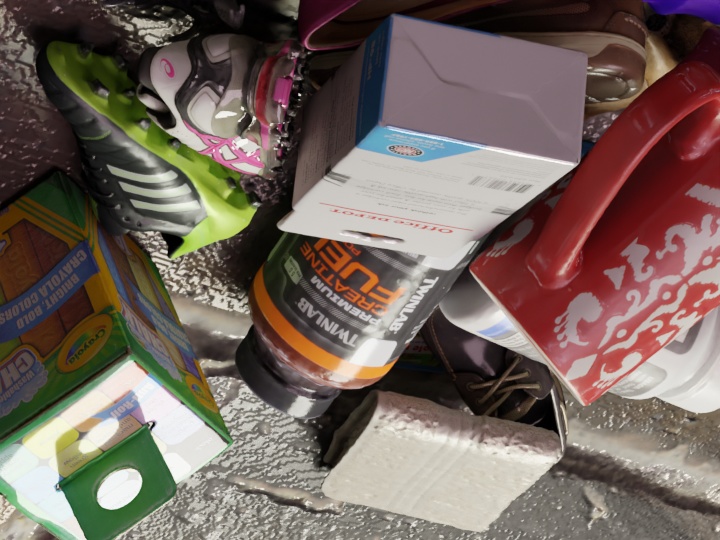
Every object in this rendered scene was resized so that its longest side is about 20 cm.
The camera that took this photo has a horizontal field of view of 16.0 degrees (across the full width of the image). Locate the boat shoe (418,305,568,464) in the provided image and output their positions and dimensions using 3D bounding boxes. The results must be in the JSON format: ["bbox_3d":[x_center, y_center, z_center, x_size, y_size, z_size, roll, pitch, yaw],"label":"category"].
[{"bbox_3d":[0.098,0.066,1.712,0.074,0.073,0.200,-33,140,7],"label":"boat shoe"}]

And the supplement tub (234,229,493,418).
[{"bbox_3d":[0.000,0.000,1.594,0.107,0.107,0.200,12,126,-36],"label":"supplement tub"}]

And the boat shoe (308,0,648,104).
[{"bbox_3d":[0.069,-0.133,1.452,0.201,0.075,0.075,0,161,22],"label":"boat shoe"}]

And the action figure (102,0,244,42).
[{"bbox_3d":[-0.080,-0.188,1.362,0.118,0.102,0.201,-16,135,-15],"label":"action figure"}]

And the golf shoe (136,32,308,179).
[{"bbox_3d":[-0.078,-0.101,1.442,0.092,0.073,0.200,12,173,1],"label":"golf shoe"}]

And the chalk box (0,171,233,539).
[{"bbox_3d":[-0.168,0.069,1.502,0.124,0.200,0.124,-34,139,7],"label":"chalk box"}]

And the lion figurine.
[{"bbox_3d":[0.151,-0.119,1.583,0.199,0.073,0.123,-9,146,12],"label":"lion figurine"}]

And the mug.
[{"bbox_3d":[0.160,-0.039,1.479,0.200,0.133,0.178,-41,124,2],"label":"mug"}]

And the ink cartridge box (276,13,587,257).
[{"bbox_3d":[0.034,-0.070,1.421,0.115,0.067,0.200,10,163,-17],"label":"ink cartridge box"}]

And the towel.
[{"bbox_3d":[0.050,0.129,1.728,0.132,0.035,0.200,13,158,-9],"label":"towel"}]

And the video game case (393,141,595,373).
[{"bbox_3d":[0.078,-0.010,1.693,0.143,0.018,0.200,8,128,-35],"label":"video game case"}]

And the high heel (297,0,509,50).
[{"bbox_3d":[0.064,-0.157,1.367,0.199,0.096,0.068,0,131,16],"label":"high heel"}]

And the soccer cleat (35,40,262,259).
[{"bbox_3d":[-0.136,-0.064,1.488,0.081,0.068,0.200,-32,141,15],"label":"soccer cleat"}]

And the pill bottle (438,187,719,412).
[{"bbox_3d":[0.157,0.015,1.634,0.199,0.114,0.114,24,119,-28],"label":"pill bottle"}]

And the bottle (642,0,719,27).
[{"bbox_3d":[0.145,-0.197,1.454,0.199,0.065,0.084,25,85,-23],"label":"bottle"}]
